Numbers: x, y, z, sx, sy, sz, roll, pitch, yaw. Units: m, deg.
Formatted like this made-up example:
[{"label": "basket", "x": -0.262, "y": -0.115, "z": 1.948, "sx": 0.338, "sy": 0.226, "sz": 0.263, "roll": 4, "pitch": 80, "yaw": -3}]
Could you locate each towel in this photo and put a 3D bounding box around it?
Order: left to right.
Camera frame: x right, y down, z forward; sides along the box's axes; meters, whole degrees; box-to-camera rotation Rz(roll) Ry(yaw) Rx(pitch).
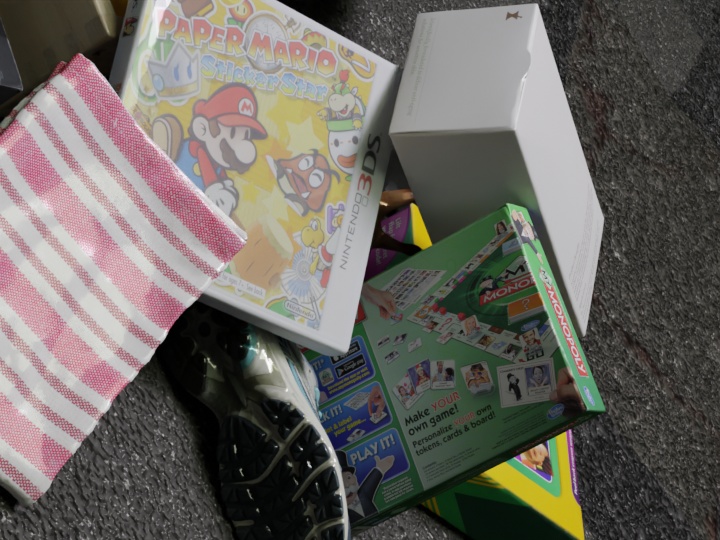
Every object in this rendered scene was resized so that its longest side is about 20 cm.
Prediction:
[{"label": "towel", "x": -0.162, "y": 0.003, "z": 1.261, "sx": 0.146, "sy": 0.030, "sz": 0.200, "roll": 48, "pitch": 61, "yaw": -19}]

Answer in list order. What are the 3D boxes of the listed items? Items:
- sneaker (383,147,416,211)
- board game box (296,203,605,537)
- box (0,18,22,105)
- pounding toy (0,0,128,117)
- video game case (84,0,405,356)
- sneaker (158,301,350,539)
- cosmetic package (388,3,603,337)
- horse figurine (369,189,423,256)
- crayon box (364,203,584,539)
[{"label": "sneaker", "x": -0.006, "y": -0.117, "z": 1.700, "sx": 0.200, "sy": 0.080, "sz": 0.087, "roll": 43, "pitch": 19, "yaw": -45}, {"label": "board game box", "x": 0.037, "y": 0.064, "z": 1.450, "sx": 0.029, "sy": 0.199, "sz": 0.135, "roll": 9, "pitch": 57, "yaw": -58}, {"label": "box", "x": -0.283, "y": -0.167, "z": 1.287, "sx": 0.200, "sy": 0.050, "sz": 0.158, "roll": 9, "pitch": 56, "yaw": -57}, {"label": "pounding toy", "x": -0.136, "y": -0.170, "z": 1.439, "sx": 0.184, "sy": 0.142, "sz": 0.201, "roll": -1, "pitch": 66, "yaw": -59}, {"label": "video game case", "x": -0.065, "y": -0.067, "z": 1.383, "sx": 0.199, "sy": 0.023, "sz": 0.183, "roll": 24, "pitch": 71, "yaw": -38}, {"label": "sneaker", "x": -0.046, "y": 0.088, "z": 1.426, "sx": 0.086, "sy": 0.077, "sz": 0.201, "roll": 0, "pitch": 65, "yaw": -63}, {"label": "cosmetic package", "x": 0.090, "y": -0.058, "z": 1.500, "sx": 0.200, "sy": 0.084, "sz": 0.108, "roll": 66, "pitch": 29, "yaw": -44}, {"label": "horse figurine", "x": 0.000, "y": 0.000, "z": 1.568, "sx": 0.050, "sy": 0.132, "sz": 0.201, "roll": 91, "pitch": 12, "yaw": -50}, {"label": "crayon box", "x": 0.073, "y": 0.081, "z": 1.649, "sx": 0.172, "sy": 0.058, "sz": 0.201, "roll": 36, "pitch": 36, "yaw": -37}]
